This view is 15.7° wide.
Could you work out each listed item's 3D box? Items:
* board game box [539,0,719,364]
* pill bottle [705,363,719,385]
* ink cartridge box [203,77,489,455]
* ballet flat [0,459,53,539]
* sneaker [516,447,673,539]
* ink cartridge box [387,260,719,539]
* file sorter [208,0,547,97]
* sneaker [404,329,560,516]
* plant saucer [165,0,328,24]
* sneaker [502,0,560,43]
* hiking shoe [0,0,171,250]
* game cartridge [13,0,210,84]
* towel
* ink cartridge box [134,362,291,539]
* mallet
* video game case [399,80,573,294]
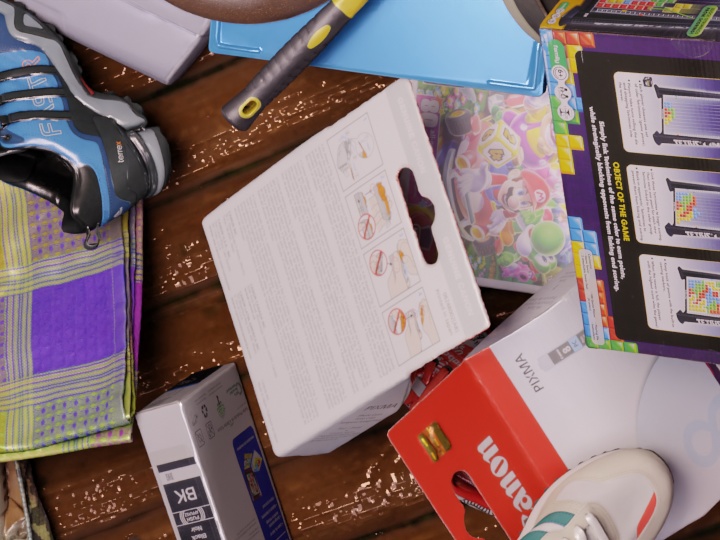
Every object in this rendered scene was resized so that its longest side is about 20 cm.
[{"bbox_3d":[0.189,-0.047,1.376,0.165,0.057,0.201,7,124,28],"label":"board game box"},{"bbox_3d":[0.253,0.036,1.501,0.111,0.111,0.200,-29,101,21],"label":"pill bottle"},{"bbox_3d":[0.000,0.000,1.549,0.200,0.047,0.161,-33,68,41],"label":"ink cartridge box"},{"bbox_3d":[-0.242,0.156,1.715,0.069,0.071,0.201,-4,102,17],"label":"ballet flat"},{"bbox_3d":[0.107,0.179,1.460,0.199,0.093,0.070,-37,105,-8],"label":"sneaker"},{"bbox_3d":[0.132,0.095,1.519,0.160,0.200,0.047,57,154,-14],"label":"ink cartridge box"},{"bbox_3d":[0.029,-0.191,1.524,0.199,0.123,0.140,9,105,15],"label":"file sorter"},{"bbox_3d":[0.052,0.073,1.585,0.201,0.108,0.067,39,111,5],"label":"sneaker"},{"bbox_3d":[-0.072,-0.237,1.464,0.199,0.032,0.201,4,103,17],"label":"plant saucer"},{"bbox_3d":[0.163,-0.130,1.426,0.200,0.106,0.075,38,81,-35],"label":"sneaker"},{"bbox_3d":[-0.212,-0.102,1.621,0.200,0.087,0.075,36,143,17],"label":"hiking shoe"},{"bbox_3d":[-0.124,-0.224,1.611,0.133,0.041,0.201,24,108,6],"label":"game cartridge"},{"bbox_3d":[-0.205,0.021,1.647,0.143,0.023,0.201,-10,65,17],"label":"towel"},{"bbox_3d":[-0.080,0.167,1.653,0.039,0.099,0.201,-16,96,20],"label":"ink cartridge box"},{"bbox_3d":[0.003,-0.145,1.451,0.066,0.041,0.200,31,114,-17],"label":"mallet"},{"bbox_3d":[0.122,-0.055,1.578,0.199,0.018,0.144,8,104,12],"label":"video game case"}]
